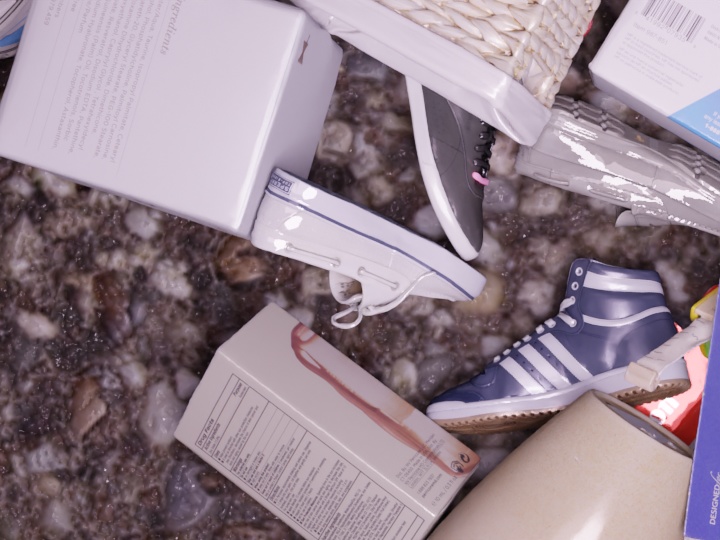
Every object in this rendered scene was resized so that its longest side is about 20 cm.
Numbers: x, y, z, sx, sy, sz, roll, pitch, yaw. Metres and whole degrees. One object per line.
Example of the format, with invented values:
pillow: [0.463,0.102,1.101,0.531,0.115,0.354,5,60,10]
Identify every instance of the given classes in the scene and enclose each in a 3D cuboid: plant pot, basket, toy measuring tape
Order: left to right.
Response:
basket: [0.060,-0.197,1.327,0.199,0.136,0.124,32,91,19]
plant pot: [0.147,0.191,1.319,0.187,0.187,0.201,32,97,9]
toy measuring tape: [0.254,0.057,1.341,0.200,0.074,0.074,-31,80,-39]

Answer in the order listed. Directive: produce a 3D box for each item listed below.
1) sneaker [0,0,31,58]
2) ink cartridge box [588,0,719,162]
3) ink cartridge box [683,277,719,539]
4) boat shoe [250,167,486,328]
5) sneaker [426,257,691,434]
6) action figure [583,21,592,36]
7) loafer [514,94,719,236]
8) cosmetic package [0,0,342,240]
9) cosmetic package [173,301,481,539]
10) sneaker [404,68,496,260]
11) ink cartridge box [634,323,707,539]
sneaker: [-0.303,-0.186,1.480,0.199,0.072,0.073,-22,110,14]
ink cartridge box: [0.280,-0.191,1.378,0.145,0.084,0.201,32,92,9]
ink cartridge box: [0.328,0.108,1.309,0.199,0.047,0.199,16,77,-28]
boat shoe: [0.002,0.001,1.376,0.075,0.201,0.086,32,96,52]
sneaker: [0.139,0.056,1.397,0.199,0.070,0.109,-13,75,16]
action figure: [0.098,-0.245,1.419,0.200,0.065,0.052,45,105,10]
loafer: [0.211,-0.063,1.395,0.199,0.070,0.070,25,115,3]
cosmetic package: [-0.139,-0.128,1.398,0.199,0.167,0.167,18,90,10]
cosmetic package: [-0.025,0.130,1.392,0.200,0.087,0.104,37,128,8]
sneaker: [0.093,-0.113,1.409,0.099,0.071,0.201,-12,81,13]
ink cartridge box: [0.248,0.156,1.385,0.200,0.057,0.163,41,94,4]
